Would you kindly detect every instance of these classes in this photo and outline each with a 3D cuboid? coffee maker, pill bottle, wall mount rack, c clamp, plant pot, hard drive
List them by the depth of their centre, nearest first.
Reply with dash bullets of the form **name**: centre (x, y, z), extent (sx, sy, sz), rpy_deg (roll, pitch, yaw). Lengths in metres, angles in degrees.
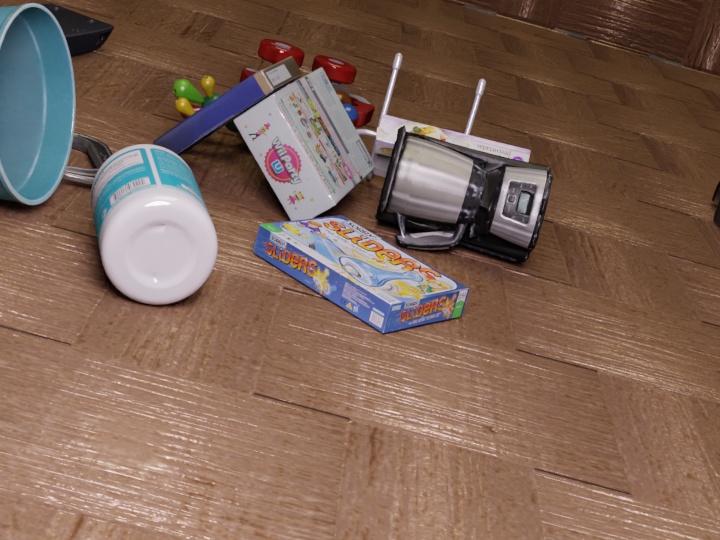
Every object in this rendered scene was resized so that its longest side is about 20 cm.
- **pill bottle**: centre (-0.206, -0.055, 1.321), extent (0.109, 0.112, 0.200), rpy_deg (9, 21, -18)
- **plant pot**: centre (-0.417, -0.172, 1.380), extent (0.185, 0.203, 0.200), rpy_deg (3, 18, 10)
- **c clamp**: centre (-0.363, -0.139, 1.560), extent (0.169, 0.027, 0.200), rpy_deg (9, 19, -32)
- **coffee maker**: centre (0.127, -0.098, 1.651), extent (0.197, 0.136, 0.192), rpy_deg (16, 19, 0)
- **wall mount rack**: centre (0.082, -0.181, 1.779), extent (0.197, 0.175, 0.075), rpy_deg (17, 44, 2)
- **hard drive**: centre (-0.472, -0.361, 2.026), extent (0.133, 0.043, 0.200), rpy_deg (21, 21, 13)

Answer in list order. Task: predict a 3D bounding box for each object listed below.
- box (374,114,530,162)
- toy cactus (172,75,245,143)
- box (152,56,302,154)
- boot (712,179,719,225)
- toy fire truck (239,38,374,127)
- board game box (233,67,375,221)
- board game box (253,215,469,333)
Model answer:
- **box**: centre (0.116, -0.152, 1.721), extent (0.197, 0.039, 0.042), rpy_deg (14, -20, 2)
- **toy cactus**: centre (-0.154, -0.184, 1.766), extent (0.198, 0.104, 0.165), rpy_deg (19, 1, 16)
- **box**: centre (-0.170, -0.185, 1.609), extent (0.033, 0.199, 0.121), rpy_deg (56, 21, -7)
- **boot**: centre (0.659, -0.080, 2.123), extent (0.198, 0.065, 0.187), rpy_deg (23, 23, 5)
- **toy fire truck**: centre (-0.073, -0.237, 1.879), extent (0.198, 0.113, 0.168), rpy_deg (13, 18, -19)
- **board game box**: centre (-0.062, -0.153, 1.637), extent (0.149, 0.064, 0.200), rpy_deg (60, 20, -7)
- **board game box**: centre (0.000, 0.000, 1.442), extent (0.199, 0.035, 0.135), rpy_deg (30, 25, 34)
